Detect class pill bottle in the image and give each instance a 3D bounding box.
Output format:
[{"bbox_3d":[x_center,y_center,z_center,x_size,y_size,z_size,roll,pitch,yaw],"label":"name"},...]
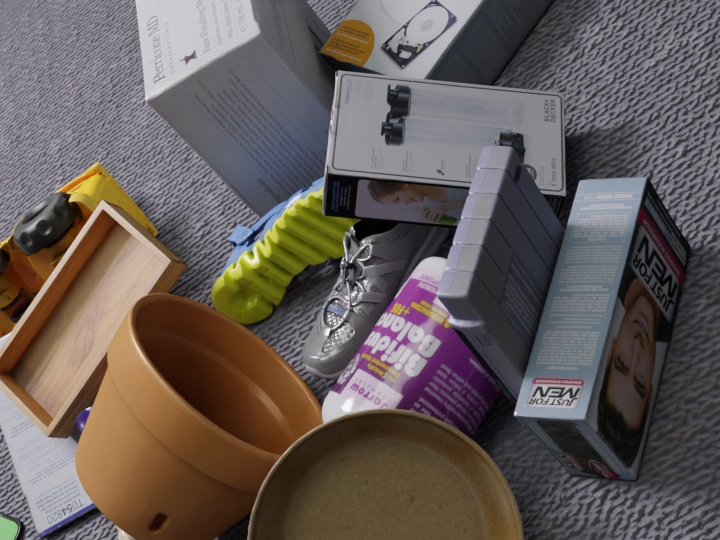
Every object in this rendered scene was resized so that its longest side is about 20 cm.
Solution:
[{"bbox_3d":[0.040,0.099,1.088,0.112,0.112,0.201,23,74,45],"label":"pill bottle"}]

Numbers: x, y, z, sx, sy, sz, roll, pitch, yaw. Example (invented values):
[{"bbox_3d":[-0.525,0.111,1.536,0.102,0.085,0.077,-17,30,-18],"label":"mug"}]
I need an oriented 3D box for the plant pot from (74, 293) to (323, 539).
[{"bbox_3d":[-0.144,0.136,1.157,0.140,0.199,0.200,-51,40,17],"label":"plant pot"}]

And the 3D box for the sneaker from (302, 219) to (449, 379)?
[{"bbox_3d":[0.000,0.000,1.216,0.074,0.082,0.201,13,66,44],"label":"sneaker"}]

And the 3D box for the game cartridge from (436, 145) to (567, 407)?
[{"bbox_3d":[0.120,0.019,1.023,0.038,0.200,0.130,6,61,35],"label":"game cartridge"}]

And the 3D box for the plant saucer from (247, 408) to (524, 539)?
[{"bbox_3d":[0.018,0.198,1.012,0.200,0.200,0.035,-42,1,3],"label":"plant saucer"}]

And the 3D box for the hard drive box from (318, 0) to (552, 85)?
[{"bbox_3d":[0.081,-0.249,1.352,0.155,0.077,0.200,26,75,45],"label":"hard drive box"}]

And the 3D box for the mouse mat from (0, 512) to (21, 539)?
[{"bbox_3d":[-0.425,0.298,1.371,0.199,0.008,0.162,9,64,40],"label":"mouse mat"}]

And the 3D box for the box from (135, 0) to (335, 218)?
[{"bbox_3d":[-0.109,-0.197,1.366,0.130,0.200,0.200,-29,45,15],"label":"box"}]

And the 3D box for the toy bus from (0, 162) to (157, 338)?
[{"bbox_3d":[-0.312,-0.019,1.447,0.199,0.136,0.192,-32,26,16],"label":"toy bus"}]

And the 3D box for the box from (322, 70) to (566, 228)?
[{"bbox_3d":[0.071,-0.099,1.180,0.198,0.060,0.117,5,55,-2],"label":"box"}]

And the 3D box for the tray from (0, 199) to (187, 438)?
[{"bbox_3d":[-0.256,0.046,1.299,0.098,0.037,0.201,39,98,24],"label":"tray"}]

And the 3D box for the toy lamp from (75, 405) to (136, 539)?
[{"bbox_3d":[-0.206,0.212,1.213,0.058,0.058,0.201,-31,58,14],"label":"toy lamp"}]

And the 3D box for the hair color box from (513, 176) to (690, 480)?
[{"bbox_3d":[0.183,0.041,1.031,0.060,0.099,0.201,0,58,36],"label":"hair color box"}]

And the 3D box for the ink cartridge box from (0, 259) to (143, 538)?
[{"bbox_3d":[-0.253,0.123,1.326,0.199,0.041,0.201,-29,71,16],"label":"ink cartridge box"}]

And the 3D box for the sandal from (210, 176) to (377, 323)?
[{"bbox_3d":[-0.062,-0.039,1.290,0.199,0.079,0.087,-34,35,23],"label":"sandal"}]
